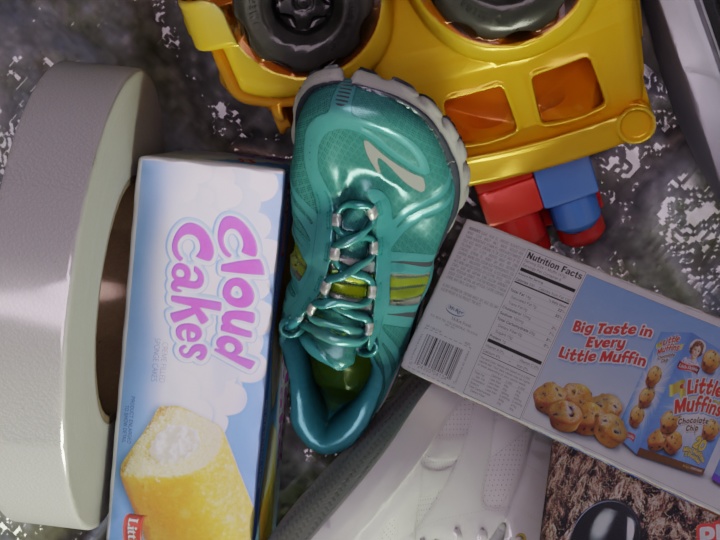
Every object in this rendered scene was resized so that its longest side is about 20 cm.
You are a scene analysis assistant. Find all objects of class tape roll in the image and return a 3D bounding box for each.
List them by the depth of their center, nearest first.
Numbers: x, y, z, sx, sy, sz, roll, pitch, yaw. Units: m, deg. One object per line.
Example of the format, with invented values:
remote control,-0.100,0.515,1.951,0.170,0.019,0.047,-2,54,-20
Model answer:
tape roll,-0.120,0.011,0.803,0.037,0.203,0.204,5,95,4

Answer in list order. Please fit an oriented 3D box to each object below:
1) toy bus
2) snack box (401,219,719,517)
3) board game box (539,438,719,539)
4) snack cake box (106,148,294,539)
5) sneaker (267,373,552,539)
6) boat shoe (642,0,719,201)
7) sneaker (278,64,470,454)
toy bus,0.036,-0.084,0.836,0.199,0.136,0.193,-15,110,5
snack box,0.111,0.045,0.758,0.199,0.024,0.072,24,87,34
board game box,0.161,0.142,0.770,0.158,0.097,0.201,0,74,31
snack cake box,-0.069,0.048,0.847,0.067,0.115,0.202,5,95,4
sneaker,0.038,0.118,0.824,0.116,0.200,0.074,52,138,-6
boat shoe,0.158,-0.133,0.848,0.056,0.069,0.201,-17,92,3
sneaker,0.000,0.000,0.784,0.077,0.080,0.201,12,137,9
